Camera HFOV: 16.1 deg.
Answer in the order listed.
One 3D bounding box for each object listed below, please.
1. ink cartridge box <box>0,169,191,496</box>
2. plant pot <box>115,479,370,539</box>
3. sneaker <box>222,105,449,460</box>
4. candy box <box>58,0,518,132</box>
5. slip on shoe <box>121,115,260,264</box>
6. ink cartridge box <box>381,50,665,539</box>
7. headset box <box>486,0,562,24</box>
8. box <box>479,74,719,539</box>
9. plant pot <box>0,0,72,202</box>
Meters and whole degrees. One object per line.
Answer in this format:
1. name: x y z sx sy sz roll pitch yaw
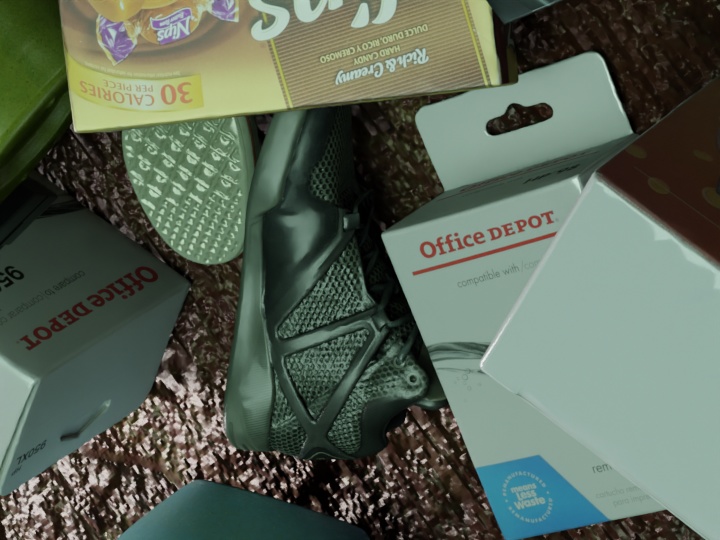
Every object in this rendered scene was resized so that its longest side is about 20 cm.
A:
1. ink cartridge box: -0.210 0.006 1.305 0.199 0.144 0.085 35 124 14
2. plant pot: -0.060 0.183 1.279 0.199 0.200 0.136 12 80 28
3. sneaker: 0.000 0.000 1.219 0.113 0.076 0.201 10 107 13
4. candy box: -0.034 -0.129 1.142 0.198 0.056 0.118 -5 94 14
5. slip on shoe: -0.080 -0.102 1.230 0.074 0.061 0.201 -3 105 27
6. ink cartridge box: 0.088 0.014 1.170 0.115 0.067 0.201 -16 101 36
7. headset box: 0.072 -0.205 1.007 0.200 0.093 0.174 52 160 -9
8. box: 0.171 0.010 1.034 0.152 0.200 0.107 37 125 12
9. plant pot: -0.229 -0.126 1.244 0.193 0.200 0.201 40 126 1
